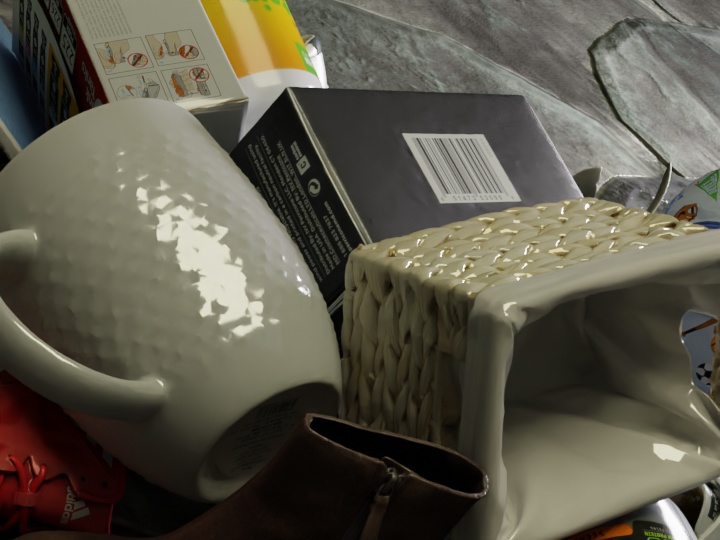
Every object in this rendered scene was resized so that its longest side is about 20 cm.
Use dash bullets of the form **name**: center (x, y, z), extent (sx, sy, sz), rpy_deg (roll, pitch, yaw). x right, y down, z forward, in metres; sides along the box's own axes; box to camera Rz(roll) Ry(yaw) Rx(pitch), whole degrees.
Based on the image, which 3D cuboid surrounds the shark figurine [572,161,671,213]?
- **shark figurine**: center (0.180, -0.049, 1.536), extent (0.214, 0.090, 0.128), rpy_deg (5, 33, -32)

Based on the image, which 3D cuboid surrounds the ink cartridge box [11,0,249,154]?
- **ink cartridge box**: center (-0.148, -0.105, 1.191), extent (0.084, 0.176, 0.200), rpy_deg (-12, 53, -21)

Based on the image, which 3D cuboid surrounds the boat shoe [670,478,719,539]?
- **boat shoe**: center (0.205, 0.152, 1.175), extent (0.202, 0.086, 0.075), rpy_deg (10, 30, -28)

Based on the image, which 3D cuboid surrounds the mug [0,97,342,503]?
- **mug**: center (-0.110, 0.024, 0.959), extent (0.200, 0.148, 0.175), rpy_deg (1, 43, -52)

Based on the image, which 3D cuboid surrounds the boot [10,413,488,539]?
- **boot**: center (-0.059, 0.120, 0.905), extent (0.200, 0.167, 0.072), rpy_deg (18, 36, -17)

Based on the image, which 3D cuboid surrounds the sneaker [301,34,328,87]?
- **sneaker**: center (-0.119, -0.134, 1.395), extent (0.200, 0.071, 0.073), rpy_deg (-8, 12, -21)

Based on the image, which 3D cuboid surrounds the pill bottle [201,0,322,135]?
- **pill bottle**: center (-0.088, -0.129, 1.297), extent (0.111, 0.111, 0.200), rpy_deg (-2, 61, -44)

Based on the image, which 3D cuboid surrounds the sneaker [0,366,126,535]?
- **sneaker**: center (-0.180, 0.102, 0.946), extent (0.115, 0.078, 0.200), rpy_deg (28, 27, 9)

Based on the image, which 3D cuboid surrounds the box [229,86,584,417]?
- **box**: center (0.000, 0.000, 1.129), extent (0.200, 0.197, 0.124), rpy_deg (-3, 56, -45)

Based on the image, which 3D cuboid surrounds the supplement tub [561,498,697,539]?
- **supplement tub**: center (0.140, 0.208, 0.973), extent (0.122, 0.123, 0.200), rpy_deg (13, 28, -23)

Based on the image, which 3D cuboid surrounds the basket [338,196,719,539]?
- **basket**: center (0.096, 0.045, 0.993), extent (0.200, 0.136, 0.123), rpy_deg (-12, 23, -39)

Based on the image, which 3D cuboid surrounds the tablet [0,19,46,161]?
- **tablet**: center (-0.204, -0.084, 1.232), extent (0.130, 0.014, 0.200), rpy_deg (59, 5, -28)

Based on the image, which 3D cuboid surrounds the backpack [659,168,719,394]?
- **backpack**: center (0.262, 0.028, 1.342), extent (0.200, 0.191, 0.154), rpy_deg (25, 42, 0)
